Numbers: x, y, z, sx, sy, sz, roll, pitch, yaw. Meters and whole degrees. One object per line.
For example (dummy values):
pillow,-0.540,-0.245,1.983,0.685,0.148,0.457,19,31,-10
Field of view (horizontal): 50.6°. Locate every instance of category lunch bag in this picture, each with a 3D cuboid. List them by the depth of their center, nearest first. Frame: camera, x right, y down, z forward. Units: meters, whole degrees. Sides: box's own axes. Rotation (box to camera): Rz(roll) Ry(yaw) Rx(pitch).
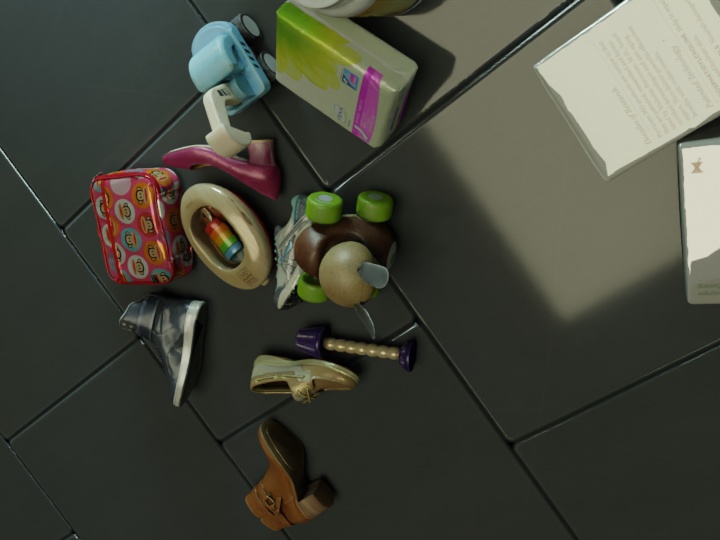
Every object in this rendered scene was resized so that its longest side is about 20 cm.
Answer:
lunch bag,-0.386,-0.077,1.316,0.176,0.082,0.200,0,106,26

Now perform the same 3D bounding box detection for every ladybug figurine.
ladybug figurine,-0.210,-0.058,1.246,0.136,0.072,0.200,-37,89,35

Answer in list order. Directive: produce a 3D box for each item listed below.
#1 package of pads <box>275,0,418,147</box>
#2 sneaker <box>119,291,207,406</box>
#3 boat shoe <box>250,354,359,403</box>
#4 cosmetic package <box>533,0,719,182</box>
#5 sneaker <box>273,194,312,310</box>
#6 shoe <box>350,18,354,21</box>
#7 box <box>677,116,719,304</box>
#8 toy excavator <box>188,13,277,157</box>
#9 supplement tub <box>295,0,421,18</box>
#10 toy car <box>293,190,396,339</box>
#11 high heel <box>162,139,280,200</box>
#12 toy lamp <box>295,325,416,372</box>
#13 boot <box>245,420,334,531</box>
package of pads,-0.026,-0.276,1.064,0.200,0.068,0.155,36,159,7
sneaker,-0.360,0.136,1.368,0.146,0.077,0.203,12,103,6
boat shoe,-0.097,0.189,1.280,0.200,0.066,0.074,1,148,29
cosmetic package,0.343,-0.241,0.908,0.200,0.167,0.166,-33,94,29
sneaker,-0.102,-0.031,1.226,0.086,0.078,0.200,32,111,23
shoe,-0.075,-0.414,1.088,0.070,0.053,0.200,-36,97,14
box,0.485,-0.081,0.903,0.199,0.171,0.200,-3,107,23
toy excavator,-0.196,-0.265,1.100,0.100,0.200,0.195,-28,96,28
supplement tub,-0.003,-0.397,0.967,0.144,0.200,0.145,11,112,29
toy car,0.000,0.000,1.094,0.158,0.200,0.164,-4,120,-21
high heel,-0.224,-0.155,1.227,0.200,0.067,0.096,-3,96,10
toy lamp,-0.010,0.124,1.243,0.200,0.058,0.058,7,110,17
boot,-0.159,0.382,1.385,0.155,0.074,0.200,-34,90,32
